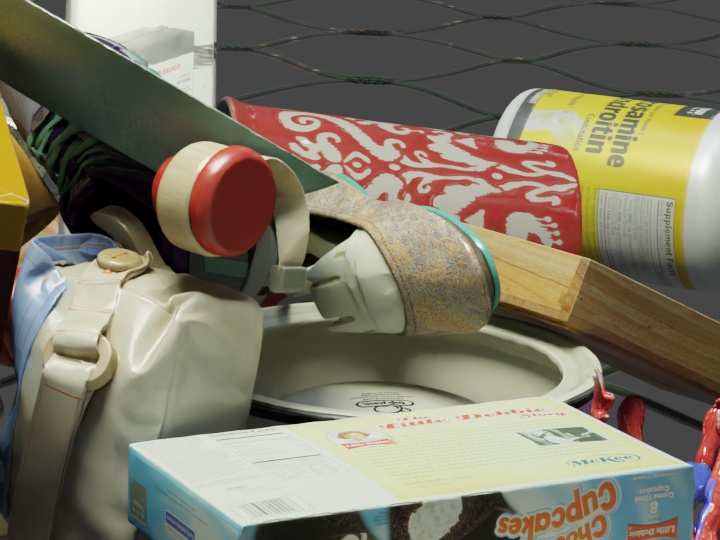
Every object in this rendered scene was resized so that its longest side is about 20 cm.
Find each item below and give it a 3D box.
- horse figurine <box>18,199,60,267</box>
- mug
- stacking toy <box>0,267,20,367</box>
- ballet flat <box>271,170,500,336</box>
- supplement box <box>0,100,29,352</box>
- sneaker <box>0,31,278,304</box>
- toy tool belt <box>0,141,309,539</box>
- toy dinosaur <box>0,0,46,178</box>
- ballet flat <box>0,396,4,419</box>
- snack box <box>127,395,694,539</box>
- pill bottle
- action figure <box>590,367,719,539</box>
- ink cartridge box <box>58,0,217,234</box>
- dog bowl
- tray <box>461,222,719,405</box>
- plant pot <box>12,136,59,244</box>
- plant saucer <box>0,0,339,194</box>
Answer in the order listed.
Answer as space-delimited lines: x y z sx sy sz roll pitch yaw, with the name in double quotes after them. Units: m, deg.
-0.138 -0.017 1.708 0.200 0.050 0.133 6 26 -9 "horse figurine"
0.014 -0.041 1.640 0.200 0.133 0.178 3 50 -11 "mug"
-0.142 0.033 1.474 0.085 0.085 0.200 -8 13 -35 "stacking toy"
0.000 0.000 1.380 0.067 0.068 0.200 -23 17 -17 "ballet flat"
-0.226 0.019 1.169 0.133 0.200 0.197 7 22 -16 "supplement box"
-0.123 -0.055 1.375 0.200 0.074 0.088 43 20 30 "sneaker"
-0.108 0.034 1.224 0.123 0.200 0.125 17 11 38 "toy tool belt"
-0.211 -0.061 1.572 0.102 0.200 0.077 31 -19 11 "toy dinosaur"
-0.218 0.067 1.373 0.075 0.068 0.200 30 29 17 "ballet flat"
0.020 0.090 1.156 0.200 0.037 0.116 -5 15 -25 "snack box"
0.185 -0.047 1.764 0.200 0.112 0.112 9 15 24 "pill bottle"
0.138 0.077 1.305 0.065 0.099 0.200 6 17 7 "action figure"
-0.124 -0.083 1.590 0.084 0.200 0.145 2 -15 -6 "ink cartridge box"
0.011 0.074 1.338 0.200 0.074 0.200 3 14 -1 "dog bowl"
0.135 0.030 1.451 0.099 0.037 0.200 18 -4 46 "tray"
-0.279 -0.053 1.399 0.200 0.183 0.200 -33 1 0 "plant pot"
-0.105 -0.074 1.285 0.201 0.039 0.201 29 1 -1 "plant saucer"
